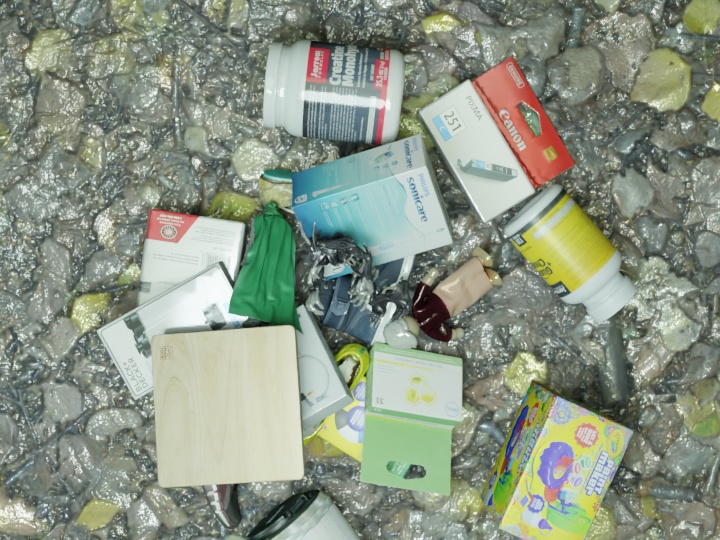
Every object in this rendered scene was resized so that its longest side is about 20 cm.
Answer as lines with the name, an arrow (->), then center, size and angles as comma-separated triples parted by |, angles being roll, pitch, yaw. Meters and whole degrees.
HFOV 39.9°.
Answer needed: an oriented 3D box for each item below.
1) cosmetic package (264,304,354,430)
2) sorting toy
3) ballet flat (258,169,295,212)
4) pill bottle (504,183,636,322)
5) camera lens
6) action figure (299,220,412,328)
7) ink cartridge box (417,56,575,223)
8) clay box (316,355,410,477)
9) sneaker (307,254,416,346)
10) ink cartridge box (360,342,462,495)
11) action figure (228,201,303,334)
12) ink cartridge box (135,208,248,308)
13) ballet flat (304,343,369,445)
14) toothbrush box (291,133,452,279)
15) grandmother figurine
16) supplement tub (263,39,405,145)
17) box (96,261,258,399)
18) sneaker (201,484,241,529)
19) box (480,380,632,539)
cosmetic package -> -0.129, 0.166, 1.417 | 0.199, 0.052, 0.152 | -30, 66, 4
sorting toy -> -0.174, 0.182, 1.343 | 0.196, 0.070, 0.203 | -4, 85, 6
ballet flat -> -0.055, -0.113, 1.499 | 0.197, 0.071, 0.072 | 3, 90, -2
pill bottle -> 0.318, -0.023, 1.487 | 0.112, 0.112, 0.200 | -42, 91, -1
camera lens -> -0.067, 0.438, 1.456 | 0.159, 0.160, 0.201 | -36, 91, -1
action figure -> -0.018, 0.014, 1.375 | 0.199, 0.118, 0.103 | 36, 63, -34
ink cartridge box -> 0.211, -0.202, 1.518 | 0.175, 0.045, 0.201 | -32, 91, 0
clay box -> 0.006, 0.226, 1.513 | 0.199, 0.048, 0.116 | 31, 90, 0
sneaker -> 0.000, 0.001, 1.497 | 0.145, 0.077, 0.204 | 20, 91, -4
ink cartridge box -> 0.077, 0.217, 1.460 | 0.144, 0.048, 0.202 | 11, 59, -13
action figure -> -0.131, -0.010, 1.418 | 0.117, 0.055, 0.202 | 22, 56, -31
ink cartridge box -> -0.254, 0.019, 1.487 | 0.143, 0.084, 0.202 | 9, 90, -2
ballet flat -> -0.061, 0.188, 1.455 | 0.067, 0.067, 0.200 | 41, 90, -2
toothbrush box -> 0.017, -0.089, 1.417 | 0.198, 0.086, 0.147 | -16, 130, 11
grandmother figurine -> 0.120, 0.054, 1.487 | 0.199, 0.060, 0.122 | -34, 101, -16
supplement tub -> -0.038, -0.263, 1.463 | 0.198, 0.140, 0.142 | 6, 90, -2
box -> -0.259, 0.085, 1.417 | 0.199, 0.060, 0.117 | -28, 93, -1
sneaker -> -0.186, 0.284, 1.483 | 0.114, 0.076, 0.202 | -20, 107, -5
box -> 0.280, 0.285, 1.448 | 0.121, 0.193, 0.202 | 24, 89, -1
